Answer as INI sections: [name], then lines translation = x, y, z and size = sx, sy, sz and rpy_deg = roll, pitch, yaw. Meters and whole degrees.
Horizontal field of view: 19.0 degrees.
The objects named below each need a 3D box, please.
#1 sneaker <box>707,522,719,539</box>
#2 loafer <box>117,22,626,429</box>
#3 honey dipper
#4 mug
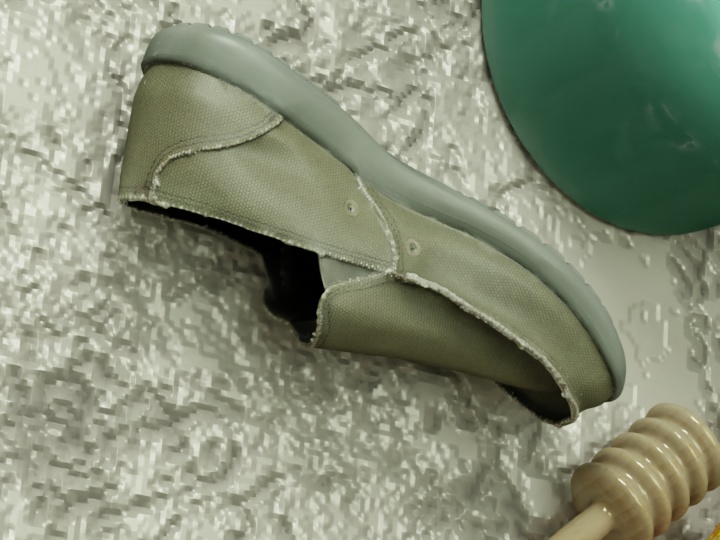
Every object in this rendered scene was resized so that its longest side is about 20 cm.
[sneaker]
translation = 0.157, 0.094, 0.786
size = 0.199, 0.073, 0.077
rpy_deg = -28, 77, -30
[loafer]
translation = 0.000, 0.000, 0.714
size = 0.199, 0.075, 0.070
rpy_deg = 34, 74, -15
[honey dipper]
translation = 0.047, 0.111, 0.733
size = 0.199, 0.038, 0.038
rpy_deg = -34, 96, -29
[mug]
translation = 0.137, -0.115, 0.795
size = 0.151, 0.114, 0.187
rpy_deg = 13, 72, -29
